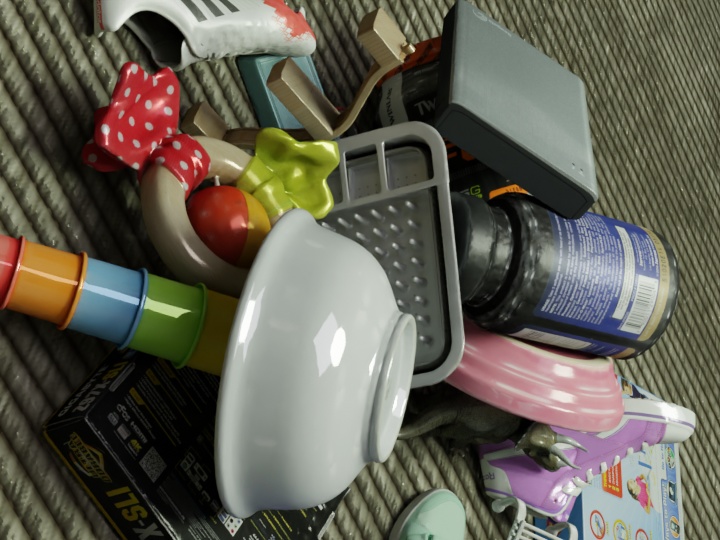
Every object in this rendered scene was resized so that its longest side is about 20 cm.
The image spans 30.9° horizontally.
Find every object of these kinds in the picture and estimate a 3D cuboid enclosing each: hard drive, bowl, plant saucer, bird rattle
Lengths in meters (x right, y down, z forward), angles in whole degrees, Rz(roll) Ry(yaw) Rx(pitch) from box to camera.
[{"bbox_3d":[0.125,-0.136,1.060,0.139,0.033,0.201,31,31,-14],"label":"hard drive"},{"bbox_3d":[-0.018,0.067,0.837,0.201,0.090,0.203,11,90,-79],"label":"bowl"},{"bbox_3d":[0.135,0.070,1.106,0.200,0.200,0.051,4,111,-50],"label":"plant saucer"},{"bbox_3d":[-0.098,-0.053,0.906,0.199,0.112,0.164,24,43,-48],"label":"bird rattle"},{"bbox_3d":[-0.038,-0.090,1.080,0.070,0.019,0.201,-22,92,-38],"label":"plant saucer"}]

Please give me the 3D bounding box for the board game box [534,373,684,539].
[{"bbox_3d":[0.249,0.208,1.297,0.195,0.056,0.202,28,55,-42],"label":"board game box"}]

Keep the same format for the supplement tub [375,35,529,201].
[{"bbox_3d":[0.087,-0.098,1.159,0.122,0.122,0.202,-9,76,-52],"label":"supplement tub"}]

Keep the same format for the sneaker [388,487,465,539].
[{"bbox_3d":[0.073,0.246,1.011,0.074,0.118,0.201,51,41,-22],"label":"sneaker"}]

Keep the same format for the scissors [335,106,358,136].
[{"bbox_3d":[0.011,-0.054,1.145,0.201,0.014,0.073,60,36,-17],"label":"scissors"}]

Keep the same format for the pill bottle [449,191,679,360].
[{"bbox_3d":[0.147,0.001,1.042,0.199,0.112,0.113,14,64,-27],"label":"pill bottle"}]

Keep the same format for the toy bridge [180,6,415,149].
[{"bbox_3d":[-0.040,-0.125,0.955,0.067,0.199,0.027,47,41,-29],"label":"toy bridge"}]

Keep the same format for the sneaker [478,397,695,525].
[{"bbox_3d":[0.206,0.175,1.181,0.073,0.198,0.115,89,0,-74],"label":"sneaker"}]

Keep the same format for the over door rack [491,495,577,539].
[{"bbox_3d":[0.144,0.311,1.110,0.147,0.066,0.201,28,67,-29],"label":"over door rack"}]

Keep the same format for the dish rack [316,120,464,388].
[{"bbox_3d":[0.000,0.000,0.989,0.043,0.170,0.202,28,54,-61],"label":"dish rack"}]

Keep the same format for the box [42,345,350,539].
[{"bbox_3d":[-0.104,0.132,0.895,0.201,0.049,0.160,57,37,-18],"label":"box"}]

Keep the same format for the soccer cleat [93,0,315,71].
[{"bbox_3d":[-0.118,-0.185,0.996,0.199,0.068,0.086,18,73,-41],"label":"soccer cleat"}]

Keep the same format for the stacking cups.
[{"bbox_3d":[-0.160,0.014,0.818,0.199,0.060,0.061,21,57,-21],"label":"stacking cups"}]

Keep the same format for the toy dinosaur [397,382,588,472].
[{"bbox_3d":[0.094,0.118,1.097,0.199,0.102,0.078,24,60,-41],"label":"toy dinosaur"}]
